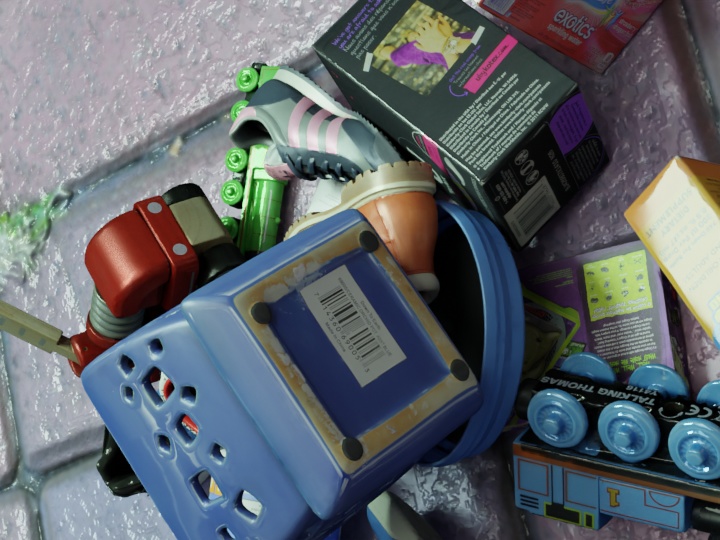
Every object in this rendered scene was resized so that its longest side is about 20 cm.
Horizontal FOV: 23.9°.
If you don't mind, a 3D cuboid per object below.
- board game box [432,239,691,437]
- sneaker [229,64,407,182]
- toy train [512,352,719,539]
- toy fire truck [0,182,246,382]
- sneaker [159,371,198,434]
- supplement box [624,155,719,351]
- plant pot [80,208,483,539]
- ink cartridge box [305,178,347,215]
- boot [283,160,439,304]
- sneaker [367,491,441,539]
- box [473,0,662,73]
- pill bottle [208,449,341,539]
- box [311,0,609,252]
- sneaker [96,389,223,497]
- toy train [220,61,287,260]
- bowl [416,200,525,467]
[{"bbox_3d":[0.149,0.054,1.298,0.199,0.032,0.121,-14,70,33],"label":"board game box"},{"bbox_3d":[-0.030,-0.091,1.375,0.082,0.070,0.200,-44,44,-9],"label":"sneaker"},{"bbox_3d":[0.200,0.130,1.204,0.199,0.087,0.115,10,120,29],"label":"toy train"},{"bbox_3d":[-0.215,0.021,1.422,0.129,0.199,0.176,56,149,28],"label":"toy fire truck"},{"bbox_3d":[-0.065,0.112,1.331,0.201,0.108,0.067,32,121,-8],"label":"sneaker"},{"bbox_3d":[0.270,0.013,1.186,0.067,0.069,0.200,-50,55,28],"label":"supplement box"},{"bbox_3d":[-0.045,0.081,1.190,0.200,0.200,0.180,56,140,5],"label":"plant pot"},{"bbox_3d":[-0.019,0.005,1.416,0.095,0.037,0.201,28,96,35],"label":"ink cartridge box"},{"bbox_3d":[0.000,0.000,1.304,0.200,0.075,0.108,-36,62,60],"label":"boot"},{"bbox_3d":[0.036,0.273,1.293,0.111,0.077,0.200,-39,68,8],"label":"sneaker"},{"bbox_3d":[0.138,-0.233,1.250,0.103,0.200,0.095,-50,59,17],"label":"box"},{"bbox_3d":[-0.076,0.250,1.365,0.112,0.112,0.201,5,84,35],"label":"pill bottle"},{"bbox_3d":[0.076,-0.128,1.307,0.106,0.122,0.200,-45,57,-5],"label":"box"},{"bbox_3d":[-0.148,0.117,1.414,0.077,0.111,0.200,53,124,23],"label":"sneaker"},{"bbox_3d":[-0.088,-0.083,1.478,0.056,0.042,0.201,5,85,24],"label":"toy train"},{"bbox_3d":[0.064,0.048,1.288,0.200,0.039,0.202,-178,90,-66],"label":"bowl"}]
